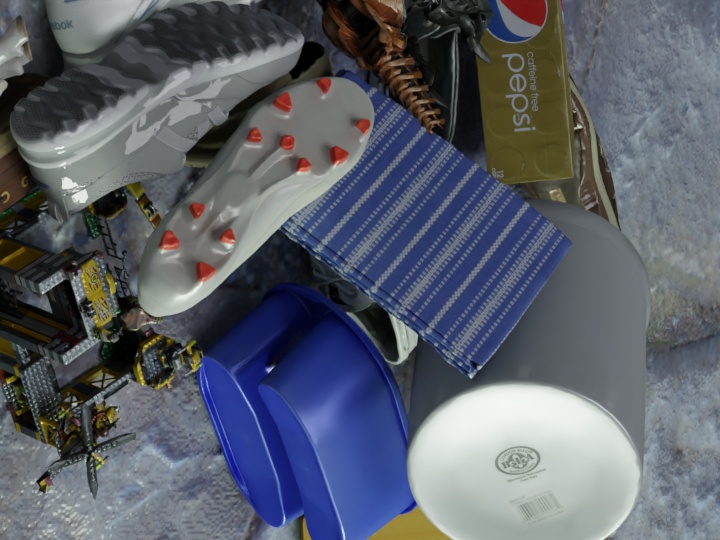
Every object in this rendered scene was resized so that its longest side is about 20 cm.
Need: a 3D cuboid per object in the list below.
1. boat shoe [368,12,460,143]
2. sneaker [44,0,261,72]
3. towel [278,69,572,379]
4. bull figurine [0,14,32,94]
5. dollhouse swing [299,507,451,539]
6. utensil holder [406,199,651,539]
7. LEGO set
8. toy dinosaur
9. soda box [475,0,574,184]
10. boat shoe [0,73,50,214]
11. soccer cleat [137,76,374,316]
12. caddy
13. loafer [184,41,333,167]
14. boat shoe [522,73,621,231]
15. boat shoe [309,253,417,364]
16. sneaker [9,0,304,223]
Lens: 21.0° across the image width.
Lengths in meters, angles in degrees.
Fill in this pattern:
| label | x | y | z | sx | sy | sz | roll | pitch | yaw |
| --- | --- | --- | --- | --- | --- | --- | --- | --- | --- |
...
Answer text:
| label | x | y | z | sx | sy | sz | roll | pitch | yaw |
| --- | --- | --- | --- | --- | --- | --- | --- | --- | --- |
| boat shoe | 0.047 | -0.181 | 1.402 | 0.072 | 0.071 | 0.201 | -22 | 117 | -41 |
| sneaker | -0.116 | -0.194 | 1.223 | 0.200 | 0.074 | 0.087 | -41 | 125 | -32 |
| towel | 0.029 | -0.034 | 1.269 | 0.145 | 0.200 | 0.024 | -50 | 177 | -38 |
| bull figurine | -0.254 | -0.168 | 1.072 | 0.121 | 0.065 | 0.201 | -13 | 125 | -9 |
| dollhouse swing | 0.046 | 0.213 | 1.561 | 0.182 | 0.175 | 0.201 | -82 | 170 | -69 |
| utensil holder | 0.116 | 0.074 | 1.340 | 0.200 | 0.169 | 0.171 | -78 | 156 | -55 |
| LEGO set | -0.160 | 0.031 | 1.212 | 0.153 | 0.116 | 0.201 | -27 | 122 | -39 |
| toy dinosaur | 0.011 | -0.168 | 1.297 | 0.135 | 0.102 | 0.201 | 17 | 60 | -44 |
| soda box | 0.121 | -0.169 | 1.462 | 0.064 | 0.067 | 0.201 | -72 | 156 | -69 |
| boat shoe | -0.244 | -0.036 | 1.135 | 0.200 | 0.072 | 0.068 | -45 | 130 | -32 |
| soccer cleat | -0.069 | -0.049 | 1.192 | 0.069 | 0.078 | 0.200 | 45 | 61 | -2 |
| caddy | -0.027 | 0.103 | 1.366 | 0.105 | 0.141 | 0.201 | -38 | 129 | -29 |
| loafer | -0.088 | -0.113 | 1.283 | 0.200 | 0.076 | 0.068 | -20 | 117 | -53 |
| boat shoe | 0.165 | -0.091 | 1.576 | 0.075 | 0.074 | 0.203 | -65 | 143 | -54 |
| boat shoe | 0.000 | 0.000 | 1.411 | 0.200 | 0.073 | 0.066 | 49 | 62 | -43 |
| sneaker | -0.121 | -0.099 | 1.173 | 0.199 | 0.075 | 0.082 | -28 | 136 | -26 |
